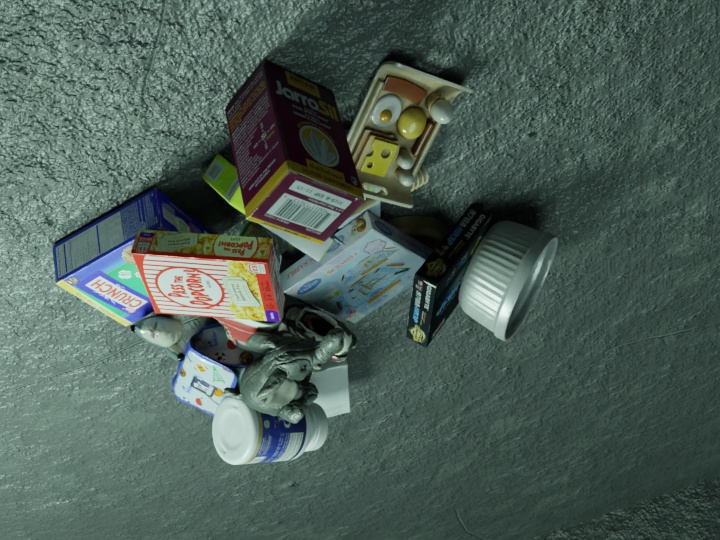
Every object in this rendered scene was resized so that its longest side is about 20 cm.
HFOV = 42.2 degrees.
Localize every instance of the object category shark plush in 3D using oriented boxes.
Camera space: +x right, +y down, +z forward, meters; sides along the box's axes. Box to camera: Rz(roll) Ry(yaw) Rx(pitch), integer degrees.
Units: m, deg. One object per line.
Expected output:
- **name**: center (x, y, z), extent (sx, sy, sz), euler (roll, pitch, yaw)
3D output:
- **shark plush**: center (-0.342, 0.089, 1.551), extent (0.082, 0.200, 0.093), euler (2, 98, -19)

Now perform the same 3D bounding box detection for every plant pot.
- **plant pot**: center (0.070, -0.021, 1.642), extent (0.197, 0.028, 0.201), euler (-12, 146, -8)

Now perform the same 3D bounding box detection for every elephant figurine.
- **elephant figurine**: center (-0.128, 0.155, 1.534), extent (0.155, 0.141, 0.201), euler (-48, 166, -27)

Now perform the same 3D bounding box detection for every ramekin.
- **ramekin**: center (0.252, 0.010, 1.622), extent (0.201, 0.104, 0.202), euler (-52, 158, -30)

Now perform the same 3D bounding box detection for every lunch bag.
- **lunch bag**: center (-0.234, 0.178, 1.703), extent (0.197, 0.125, 0.171), euler (2, 142, -25)

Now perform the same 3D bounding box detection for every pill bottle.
- **pill bottle**: center (-0.158, 0.285, 1.690), extent (0.198, 0.121, 0.119), euler (7, 141, -47)

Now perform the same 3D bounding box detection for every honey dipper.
- **honey dipper**: center (0.022, -0.111, 1.412), extent (0.199, 0.038, 0.038), euler (-30, 155, -31)

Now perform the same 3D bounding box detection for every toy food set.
- **toy food set**: center (0.061, -0.190, 1.334), extent (0.142, 0.061, 0.202), euler (10, 119, -34)

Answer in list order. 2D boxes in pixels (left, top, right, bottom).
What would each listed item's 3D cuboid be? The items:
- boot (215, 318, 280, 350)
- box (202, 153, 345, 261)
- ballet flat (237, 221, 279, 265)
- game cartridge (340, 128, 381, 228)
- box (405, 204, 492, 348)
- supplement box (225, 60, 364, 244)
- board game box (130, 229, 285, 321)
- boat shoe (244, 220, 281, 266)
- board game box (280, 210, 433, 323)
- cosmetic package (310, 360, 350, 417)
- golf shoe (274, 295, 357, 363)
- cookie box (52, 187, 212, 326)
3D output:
- **boot**: center (-0.237, 0.072, 1.572), extent (0.197, 0.073, 0.145), euler (23, 148, -7)
- **box**: center (-0.125, -0.085, 1.354), extent (0.199, 0.122, 0.048), euler (34, 93, -36)
- **ballet flat**: center (-0.153, -0.010, 1.418), extent (0.071, 0.065, 0.200), euler (-52, 172, -21)
- **game cartridge**: center (-0.033, -0.134, 1.435), extent (0.131, 0.041, 0.201), euler (-9, 145, -5)
- **box**: center (0.149, 0.009, 1.580), extent (0.200, 0.046, 0.160), euler (-49, 156, -37)
- **supplement box**: center (-0.089, -0.155, 1.233), extent (0.130, 0.202, 0.103), euler (16, 134, -39)
- **board game box**: center (-0.217, 0.009, 1.356), extent (0.196, 0.047, 0.153), euler (4, 144, 7)
- **boat shoe**: center (-0.159, -0.007, 1.536), extent (0.066, 0.058, 0.201), euler (-9, 145, -11)
- **board game box**: center (0.000, 0.000, 1.576), extent (0.199, 0.042, 0.199), euler (-34, 145, 23)
- **cosmetic package**: center (-0.082, 0.217, 1.864), extent (0.111, 0.082, 0.201), euler (-11, 144, -8)
- **golf shoe**: center (-0.097, 0.082, 1.602), extent (0.198, 0.078, 0.088), euler (22, 160, 22)
- **cookie box**: center (-0.339, -0.015, 1.434), extent (0.198, 0.076, 0.171), euler (-27, 145, 15)
